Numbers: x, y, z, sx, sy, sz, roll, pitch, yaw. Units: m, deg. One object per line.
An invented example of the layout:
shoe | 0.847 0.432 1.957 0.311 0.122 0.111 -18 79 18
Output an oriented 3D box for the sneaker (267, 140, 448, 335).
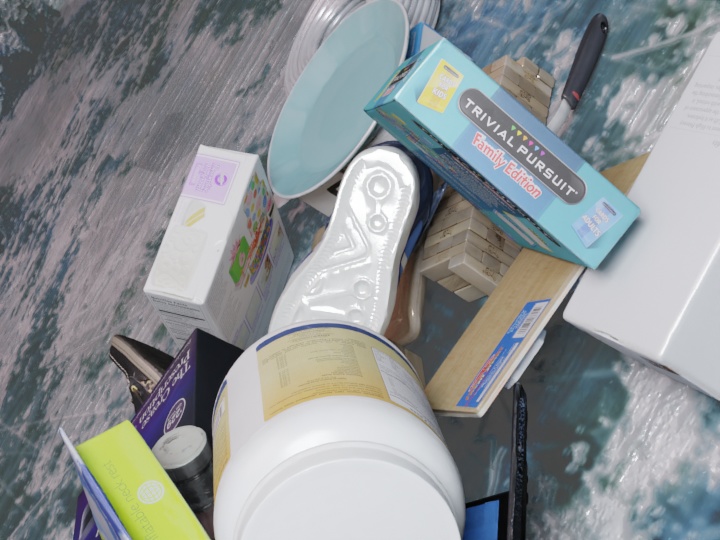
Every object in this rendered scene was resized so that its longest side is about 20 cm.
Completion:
sneaker | 0.000 0.000 0.971 0.146 0.080 0.201 -20 -48 -81

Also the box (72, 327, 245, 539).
box | -0.147 0.168 1.005 0.200 0.079 0.141 -53 25 22

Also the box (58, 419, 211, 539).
box | -0.124 0.188 0.815 0.047 0.201 0.122 -28 49 -21

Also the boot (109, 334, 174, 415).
boot | -0.203 0.162 1.223 0.200 0.073 0.151 35 98 38

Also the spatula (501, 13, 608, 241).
spatula | 0.145 -0.112 0.975 0.020 0.057 0.201 11 65 47

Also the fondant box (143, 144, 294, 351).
fondant box | -0.121 0.001 1.164 0.200 0.058 0.145 78 -153 -64

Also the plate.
plate | -0.015 -0.148 1.144 0.200 0.025 0.201 -41 33 34

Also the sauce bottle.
sauce bottle | -0.092 0.193 0.909 0.066 0.201 0.066 -14 32 9

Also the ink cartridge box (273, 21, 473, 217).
ink cartridge box | 0.008 -0.120 1.180 0.200 0.068 0.117 -30 39 43

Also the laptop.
laptop | 0.046 0.192 0.770 0.102 0.201 0.178 1 53 8

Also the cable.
cable | 0.001 -0.235 1.302 0.200 0.069 0.201 -40 33 33

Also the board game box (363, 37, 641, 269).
board game box | 0.081 -0.073 0.821 0.047 0.151 0.200 -50 7 1

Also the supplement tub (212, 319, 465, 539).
supplement tub | -0.017 0.125 0.776 0.145 0.144 0.200 -54 16 11

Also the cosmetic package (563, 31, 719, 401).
cosmetic package | 0.212 -0.034 0.752 0.201 0.074 0.102 -62 27 1

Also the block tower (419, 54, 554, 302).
block tower | 0.098 -0.072 0.999 0.058 0.054 0.201 -25 43 49

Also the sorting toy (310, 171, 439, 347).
sorting toy | 0.007 0.011 1.099 0.200 0.036 0.186 -36 35 46

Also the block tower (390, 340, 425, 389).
block tower | -0.035 0.132 1.008 0.200 0.054 0.058 -44 30 27

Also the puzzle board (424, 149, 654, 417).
puzzle board | 0.114 0.015 0.851 0.200 0.017 0.151 -54 7 -11
